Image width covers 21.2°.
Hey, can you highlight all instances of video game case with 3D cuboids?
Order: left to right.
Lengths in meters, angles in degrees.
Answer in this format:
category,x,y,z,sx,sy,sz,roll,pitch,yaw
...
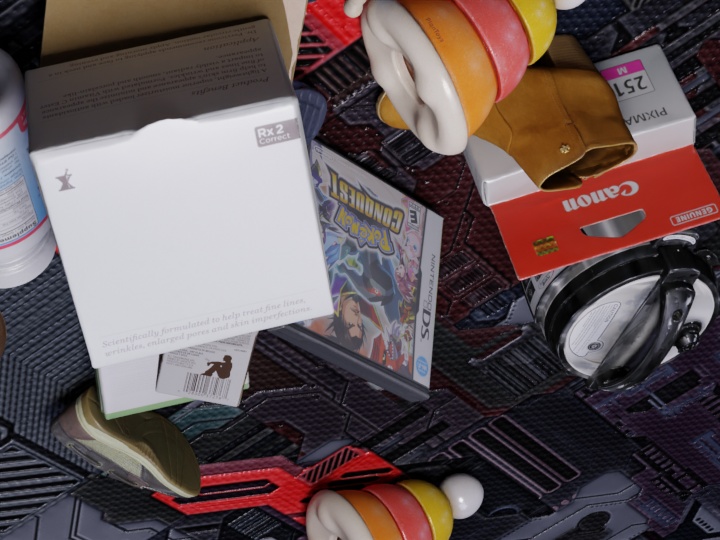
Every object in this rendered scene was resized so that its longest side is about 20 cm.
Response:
category,x,y,z,sx,sy,sz,roll,pitch,yaw
video game case,0.000,0.000,1.709,0.025,0.182,0.199,-13,151,38

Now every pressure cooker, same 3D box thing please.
category,x,y,z,sx,sy,sz,roll,pitch,yaw
pressure cooker,0.243,0.005,1.807,0.177,0.201,0.176,-24,144,7

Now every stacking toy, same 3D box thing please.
category,x,y,z,sx,sy,sz,roll,pitch,yaw
stacking toy,0.052,0.282,2.143,0.199,0.146,0.147,-22,147,-27
stacking toy,0.112,-0.199,1.575,0.199,0.146,0.147,-30,145,-11

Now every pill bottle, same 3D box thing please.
category,x,y,z,sx,sy,sz,roll,pitch,yaw
pill bottle,-0.301,-0.078,1.531,0.108,0.109,0.201,-15,143,-6

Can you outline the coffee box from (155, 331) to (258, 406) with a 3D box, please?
category,x,y,z,sx,sy,sz,roll,pitch,yaw
coffee box,-0.121,0.001,1.665,0.079,0.113,0.201,10,123,-9

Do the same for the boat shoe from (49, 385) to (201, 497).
category,x,y,z,sx,sy,sz,roll,pitch,yaw
boat shoe,-0.233,0.177,1.920,0.066,0.072,0.201,-22,144,21

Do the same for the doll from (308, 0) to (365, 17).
category,x,y,z,sx,sy,sz,roll,pitch,yaw
doll,-0.040,-0.240,1.496,0.199,0.049,0.136,-32,129,15

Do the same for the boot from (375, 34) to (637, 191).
category,x,y,z,sx,sy,sz,roll,pitch,yaw
boot,0.124,-0.123,1.639,0.199,0.145,0.071,-16,143,-5

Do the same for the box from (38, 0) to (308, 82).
category,x,y,z,sx,sy,sz,roll,pitch,yaw
box,-0.140,-0.201,1.463,0.198,0.021,0.165,5,125,-12

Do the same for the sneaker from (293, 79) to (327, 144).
category,x,y,z,sx,sy,sz,roll,pitch,yaw
sneaker,-0.117,-0.135,1.578,0.199,0.082,0.074,-5,127,-36

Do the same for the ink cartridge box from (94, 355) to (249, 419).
category,x,y,z,sx,sy,sz,roll,pitch,yaw
ink cartridge box,-0.181,0.039,1.785,0.144,0.048,0.201,-11,128,-12

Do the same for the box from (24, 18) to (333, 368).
category,x,y,z,sx,sy,sz,roll,pitch,yaw
box,-0.136,-0.059,1.462,0.197,0.131,0.201,-12,125,-3

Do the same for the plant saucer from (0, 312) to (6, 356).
category,x,y,z,sx,sy,sz,roll,pitch,yaw
plant saucer,-0.417,0.083,1.741,0.198,0.037,0.201,-12,142,-9

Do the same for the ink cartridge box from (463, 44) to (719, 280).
category,x,y,z,sx,sy,sz,roll,pitch,yaw
ink cartridge box,0.199,-0.097,1.680,0.198,0.175,0.044,-17,143,-4
